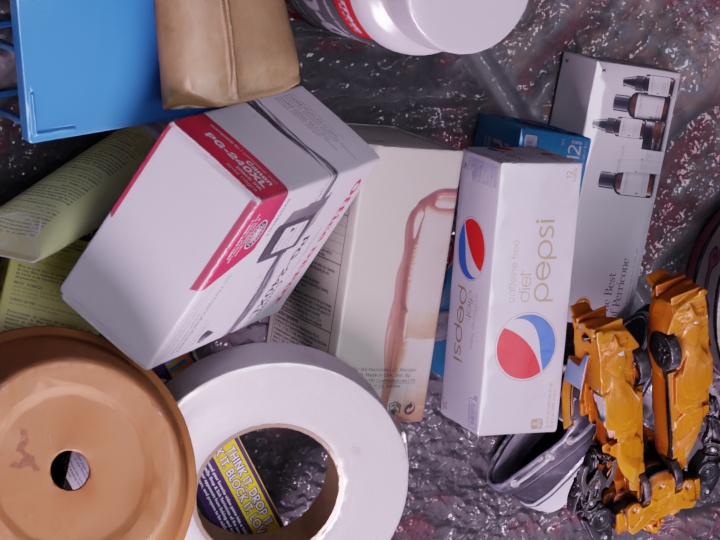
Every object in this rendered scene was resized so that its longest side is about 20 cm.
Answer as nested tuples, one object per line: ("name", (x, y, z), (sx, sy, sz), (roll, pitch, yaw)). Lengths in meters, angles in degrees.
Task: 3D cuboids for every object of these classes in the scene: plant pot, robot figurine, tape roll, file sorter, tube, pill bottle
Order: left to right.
("plant pot", (-0.191, 0.129, 1.530), (0.199, 0.140, 0.201), (2, 83, -15))
("file sorter", (-0.180, -0.201, 1.579), (0.138, 0.123, 0.201), (-12, 109, -27))
("tube", (-0.178, -0.053, 1.618), (0.052, 0.058, 0.200), (50, 45, 3))
("tape roll", (-0.066, 0.146, 1.688), (0.202, 0.037, 0.203), (-6, 114, -14))
("pill bottle", (0.022, -0.207, 1.645), (0.114, 0.200, 0.114), (-8, 106, -27))
("robot figurine", (0.205, 0.105, 1.786), (0.145, 0.058, 0.201), (-20, 125, -23))

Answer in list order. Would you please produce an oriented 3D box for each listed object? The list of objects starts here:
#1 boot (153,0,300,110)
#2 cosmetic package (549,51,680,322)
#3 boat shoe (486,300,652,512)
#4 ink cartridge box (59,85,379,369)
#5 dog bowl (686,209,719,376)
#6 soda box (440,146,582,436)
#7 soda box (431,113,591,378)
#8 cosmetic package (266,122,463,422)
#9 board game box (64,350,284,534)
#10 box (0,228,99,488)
("boot", (-0.122, -0.194, 1.505), (0.175, 0.066, 0.201), (-15, 111, -25))
("cosmetic package", (0.180, -0.060, 1.860), (0.082, 0.051, 0.201), (5, 101, -29))
("boat shoe", (0.168, 0.097, 1.860), (0.068, 0.072, 0.200), (23, 118, -32))
("ink cartridge box", (-0.088, -0.032, 1.610), (0.145, 0.083, 0.200), (-55, 167, 23))
("dog bowl", (0.345, 0.016, 1.960), (0.200, 0.074, 0.201), (-8, 107, -27))
("soda box", (0.107, 0.015, 1.753), (0.068, 0.064, 0.201), (-1, 103, -24))
("soda box", (0.110, -0.011, 1.823), (0.064, 0.068, 0.201), (7, 99, -28))
("cosmetic package", (0.000, 0.000, 1.746), (0.087, 0.103, 0.201), (2, 104, -31))
("board game box", (-0.158, 0.164, 1.727), (0.165, 0.057, 0.200), (-34, 116, -20))
("box", (-0.218, 0.065, 1.630), (0.075, 0.050, 0.201), (13, 79, -14))
